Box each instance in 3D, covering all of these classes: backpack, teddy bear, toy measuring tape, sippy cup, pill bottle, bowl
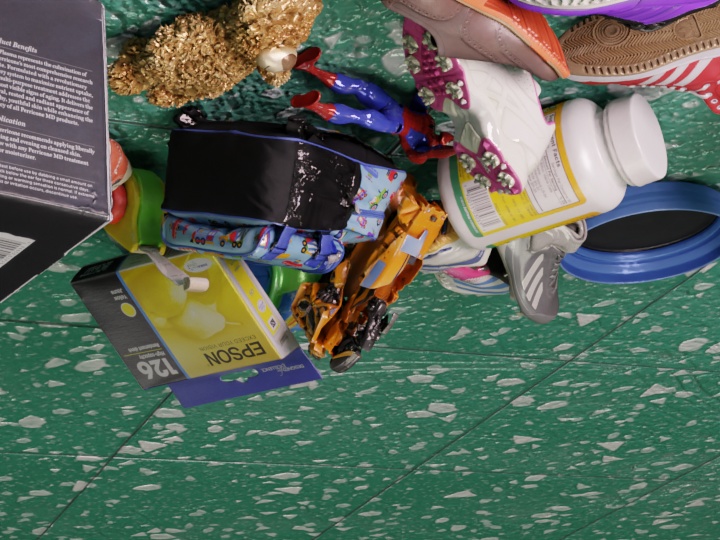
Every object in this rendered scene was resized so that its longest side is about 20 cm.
[{"bbox_3d":[-0.064,-0.068,1.564,0.182,0.135,0.200,8,179,40],"label":"backpack"},{"bbox_3d":[-0.120,-0.177,1.414,0.199,0.067,0.145,-12,159,17],"label":"teddy bear"},{"bbox_3d":[-0.197,-0.049,1.603,0.073,0.200,0.074,-20,125,-30],"label":"toy measuring tape"},{"bbox_3d":[-0.110,0.015,1.803,0.130,0.178,0.140,13,112,-58],"label":"sippy cup"},{"bbox_3d":[0.184,-0.098,1.608,0.199,0.113,0.113,-18,154,27],"label":"pill bottle"},{"bbox_3d":[0.314,-0.041,1.863,0.199,0.040,0.201,-4,157,-2],"label":"bowl"}]

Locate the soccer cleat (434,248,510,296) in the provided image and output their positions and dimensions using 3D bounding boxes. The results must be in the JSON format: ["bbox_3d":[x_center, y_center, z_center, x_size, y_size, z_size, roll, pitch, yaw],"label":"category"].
[{"bbox_3d":[0.104,-0.008,1.854,0.086,0.070,0.200,-22,152,33],"label":"soccer cleat"}]

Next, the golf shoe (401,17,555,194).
[{"bbox_3d":[0.104,-0.162,1.469,0.075,0.092,0.200,15,144,49],"label":"golf shoe"}]

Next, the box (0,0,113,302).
[{"bbox_3d":[-0.302,-0.105,1.375,0.124,0.198,0.200,14,151,-35],"label":"box"}]

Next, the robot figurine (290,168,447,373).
[{"bbox_3d":[0.000,0.000,1.649,0.058,0.145,0.200,27,103,-30],"label":"robot figurine"}]

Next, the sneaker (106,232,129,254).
[{"bbox_3d":[-0.155,-0.040,1.729,0.199,0.074,0.082,3,159,10],"label":"sneaker"}]

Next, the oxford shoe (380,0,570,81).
[{"bbox_3d":[0.097,-0.203,1.385,0.072,0.071,0.200,-38,134,25],"label":"oxford shoe"}]

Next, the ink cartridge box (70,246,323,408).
[{"bbox_3d":[-0.168,0.062,1.713,0.197,0.047,0.200,-15,117,35],"label":"ink cartridge box"}]

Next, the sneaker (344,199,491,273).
[{"bbox_3d":[0.045,-0.024,1.734,0.199,0.076,0.088,4,161,47],"label":"sneaker"}]

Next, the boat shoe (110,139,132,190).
[{"bbox_3d":[-0.315,-0.082,1.596,0.199,0.072,0.063,-16,158,13],"label":"boat shoe"}]

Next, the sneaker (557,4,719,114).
[{"bbox_3d":[0.271,-0.182,1.484,0.199,0.072,0.113,-10,153,6],"label":"sneaker"}]

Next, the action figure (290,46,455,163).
[{"bbox_3d":[0.040,-0.147,1.519,0.099,0.066,0.200,-12,158,39],"label":"action figure"}]

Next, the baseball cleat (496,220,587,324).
[{"bbox_3d":[0.199,-0.011,1.807,0.106,0.070,0.200,-5,142,25],"label":"baseball cleat"}]

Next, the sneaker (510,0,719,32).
[{"bbox_3d":[0.211,-0.226,1.369,0.199,0.070,0.100,-5,159,0],"label":"sneaker"}]
